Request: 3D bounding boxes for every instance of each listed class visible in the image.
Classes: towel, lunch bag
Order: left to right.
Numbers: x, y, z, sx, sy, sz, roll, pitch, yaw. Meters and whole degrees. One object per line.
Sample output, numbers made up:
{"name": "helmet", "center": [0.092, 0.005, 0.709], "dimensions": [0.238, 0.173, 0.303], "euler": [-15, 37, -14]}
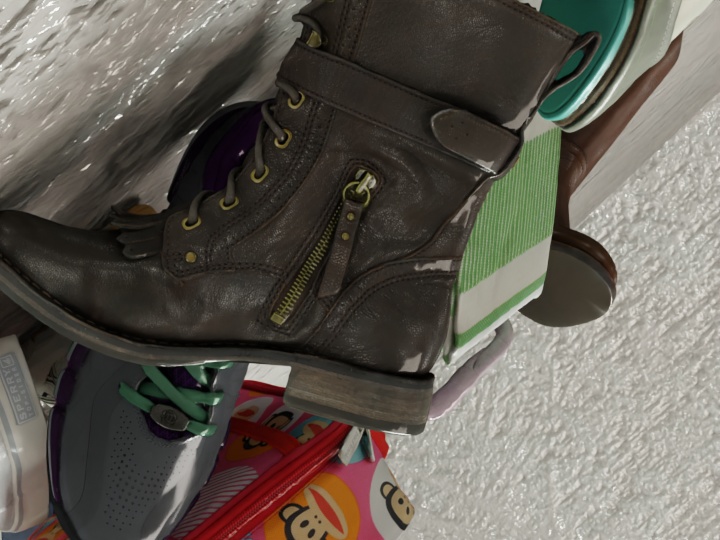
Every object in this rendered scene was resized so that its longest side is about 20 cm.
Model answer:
{"name": "lunch bag", "center": [-0.060, 0.115, 0.906], "dimensions": [0.176, 0.082, 0.200], "euler": [-38, -167, -18]}
{"name": "towel", "center": [0.056, -0.075, 0.815], "dimensions": [0.152, 0.023, 0.202], "euler": [-28, 121, -65]}

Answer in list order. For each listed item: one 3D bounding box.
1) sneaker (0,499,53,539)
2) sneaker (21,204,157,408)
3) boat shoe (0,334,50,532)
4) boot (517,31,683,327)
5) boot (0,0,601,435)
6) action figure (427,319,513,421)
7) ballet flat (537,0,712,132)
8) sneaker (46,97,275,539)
{"name": "sneaker", "center": [-0.142, 0.093, 1.110], "dimensions": [0.201, 0.075, 0.084], "euler": [-52, 173, 9]}
{"name": "sneaker", "center": [-0.107, 0.046, 0.927], "dimensions": [0.076, 0.088, 0.200], "euler": [-40, 175, -20]}
{"name": "boat shoe", "center": [-0.177, 0.084, 0.885], "dimensions": [0.068, 0.073, 0.200], "euler": [-17, 173, -16]}
{"name": "boot", "center": [0.118, -0.069, 0.996], "dimensions": [0.200, 0.064, 0.186], "euler": [-48, -153, -17]}
{"name": "boot", "center": [-0.029, -0.046, 0.721], "dimensions": [0.069, 0.198, 0.176], "euler": [-126, -126, -79]}
{"name": "action figure", "center": [0.000, 0.000, 0.964], "dimensions": [0.134, 0.149, 0.200], "euler": [-38, 178, -25]}
{"name": "ballet flat", "center": [0.114, -0.127, 0.724], "dimensions": [0.063, 0.068, 0.201], "euler": [-4, 139, -15]}
{"name": "sneaker", "center": [-0.068, 0.018, 0.788], "dimensions": [0.087, 0.074, 0.202], "euler": [153, -43, -73]}
